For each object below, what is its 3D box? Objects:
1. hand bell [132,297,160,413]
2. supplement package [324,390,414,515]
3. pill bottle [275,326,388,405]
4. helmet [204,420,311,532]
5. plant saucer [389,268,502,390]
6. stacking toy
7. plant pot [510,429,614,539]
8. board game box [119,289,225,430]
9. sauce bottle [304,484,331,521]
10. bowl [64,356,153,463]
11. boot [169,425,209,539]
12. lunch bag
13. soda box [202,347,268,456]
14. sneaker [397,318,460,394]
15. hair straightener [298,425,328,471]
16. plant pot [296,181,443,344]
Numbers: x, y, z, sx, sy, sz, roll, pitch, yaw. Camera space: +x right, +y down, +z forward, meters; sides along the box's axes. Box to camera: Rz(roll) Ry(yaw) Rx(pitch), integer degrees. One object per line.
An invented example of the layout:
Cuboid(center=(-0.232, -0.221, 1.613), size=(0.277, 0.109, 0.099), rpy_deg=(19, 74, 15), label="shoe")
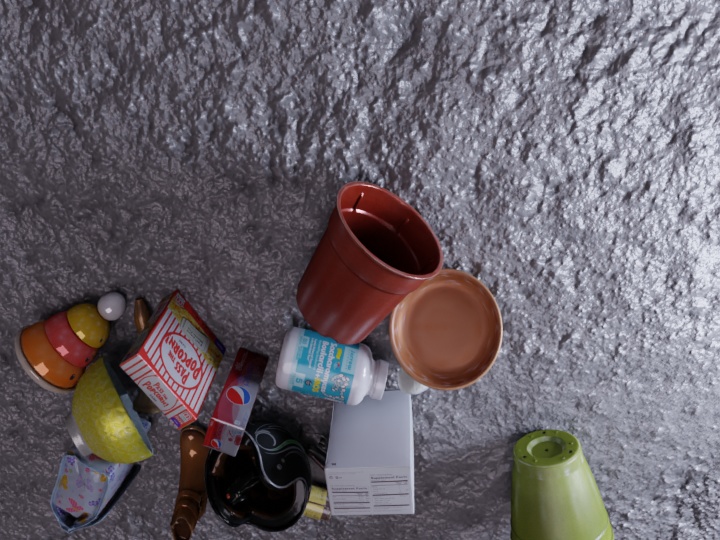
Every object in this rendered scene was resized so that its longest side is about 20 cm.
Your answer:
Cuboid(center=(-0.395, 0.151, 1.220), size=(0.101, 0.104, 0.207), rpy_deg=(-4, 105, 7), label="hand bell")
Cuboid(center=(0.023, 0.331, 1.198), size=(0.150, 0.202, 0.114), rpy_deg=(-4, 119, 6), label="supplement package")
Cuboid(center=(-0.050, 0.177, 1.177), size=(0.194, 0.112, 0.114), rpy_deg=(13, 118, -3), label="pill bottle")
Cuboid(center=(-0.187, 0.394, 1.252), size=(0.197, 0.204, 0.189), rpy_deg=(-33, 147, 19), label="helmet")
Cuboid(center=(0.147, 0.101, 1.118), size=(0.194, 0.037, 0.207), rpy_deg=(-1, 85, 16), label="plant saucer")
Cuboid(center=(-0.511, 0.112, 1.187), size=(0.198, 0.147, 0.147), rpy_deg=(-38, 110, 5), label="stacking toy")
Cuboid(center=(0.369, 0.421, 1.236), size=(0.194, 0.201, 0.199), rpy_deg=(-11, 104, 10), label="plant pot")
Cuboid(center=(-0.320, 0.151, 1.135), size=(0.045, 0.202, 0.153), rpy_deg=(-28, 113, 18), label="board game box")
Cuboid(center=(-0.151, 0.469, 1.361), size=(0.194, 0.065, 0.066), rpy_deg=(19, 118, -4), label="sauce bottle")
Cuboid(center=(-0.470, 0.273, 1.181), size=(0.106, 0.199, 0.205), rpy_deg=(-28, 116, -18), label="bowl")
Cuboid(center=(-0.342, 0.433, 1.306), size=(0.071, 0.156, 0.206), rpy_deg=(0, 118, 5), label="boot")
Cuboid(center=(-0.518, 0.400, 1.296), size=(0.125, 0.170, 0.203), rpy_deg=(29, 117, -2), label="lunch bag")
Cuboid(center=(-0.221, 0.230, 1.167), size=(0.062, 0.202, 0.071), rpy_deg=(19, 118, -6), label="soda box")
Cuboid(center=(0.138, 0.138, 1.176), size=(0.072, 0.072, 0.202), rpy_deg=(41, 103, 15), label="sneaker")
Cuboid(center=(-0.053, 0.383, 1.329), size=(0.076, 0.041, 0.201), rpy_deg=(-35, 105, 20), label="hair straightener")
Cuboid(center=(0.000, 0.000, 1.048), size=(0.197, 0.203, 0.197), rpy_deg=(30, 124, -11), label="plant pot")
